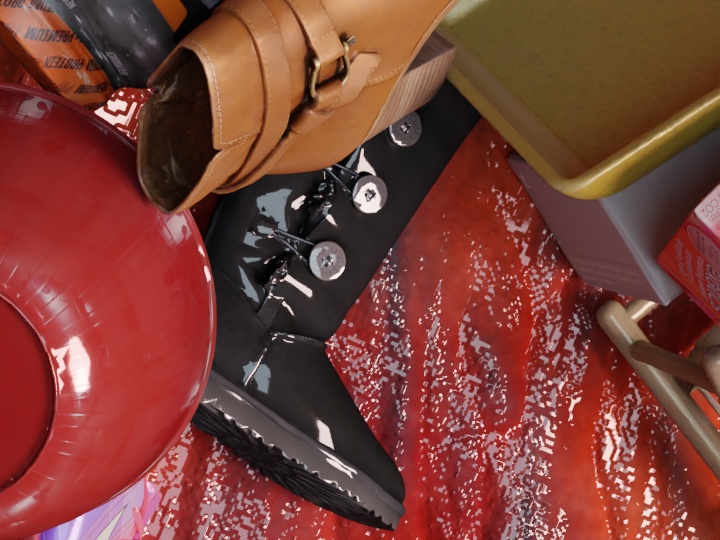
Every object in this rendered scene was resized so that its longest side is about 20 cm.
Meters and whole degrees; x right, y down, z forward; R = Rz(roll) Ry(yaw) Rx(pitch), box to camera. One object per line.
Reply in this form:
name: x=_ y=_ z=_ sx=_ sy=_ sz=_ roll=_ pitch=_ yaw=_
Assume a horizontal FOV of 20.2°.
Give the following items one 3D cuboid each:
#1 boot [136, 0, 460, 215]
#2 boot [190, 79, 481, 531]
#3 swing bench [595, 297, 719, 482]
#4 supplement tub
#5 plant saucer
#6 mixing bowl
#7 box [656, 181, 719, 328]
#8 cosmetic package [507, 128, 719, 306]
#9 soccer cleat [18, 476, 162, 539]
boot: x=-0.014 y=-0.116 z=0.799 sx=0.154 sy=0.074 sz=0.201 roll=-28 pitch=142 yaw=-39
boot: x=-0.001 y=0.000 z=0.942 sx=0.165 sy=0.065 sz=0.201 roll=38 pitch=70 yaw=-32
swing bench: x=0.261 y=0.048 z=0.989 sx=0.199 sy=0.130 sz=0.201 roll=-38 pitch=109 yaw=-9
supplement tub: x=-0.078 y=-0.165 z=0.873 sx=0.200 sy=0.122 sz=0.123 roll=-42 pitch=105 yaw=-6
plant saucer: x=0.128 y=-0.122 z=0.909 sx=0.199 sy=0.200 sz=0.049 roll=-32 pitch=134 yaw=-6
mixing bowl: x=-0.161 y=0.031 z=0.808 sx=0.198 sy=0.108 sz=0.202 roll=0 pitch=104 yaw=0
box: x=0.231 y=-0.047 z=0.855 sx=0.200 sy=0.103 sz=0.095 roll=-43 pitch=83 yaw=-9
cosmetic package: x=0.180 y=-0.076 z=0.962 sx=0.200 sy=0.107 sz=0.090 roll=-38 pitch=103 yaw=-7
soccer cleat: x=-0.129 y=0.130 z=0.924 sx=0.076 sy=0.067 sz=0.202 roll=7 pitch=92 yaw=-20
